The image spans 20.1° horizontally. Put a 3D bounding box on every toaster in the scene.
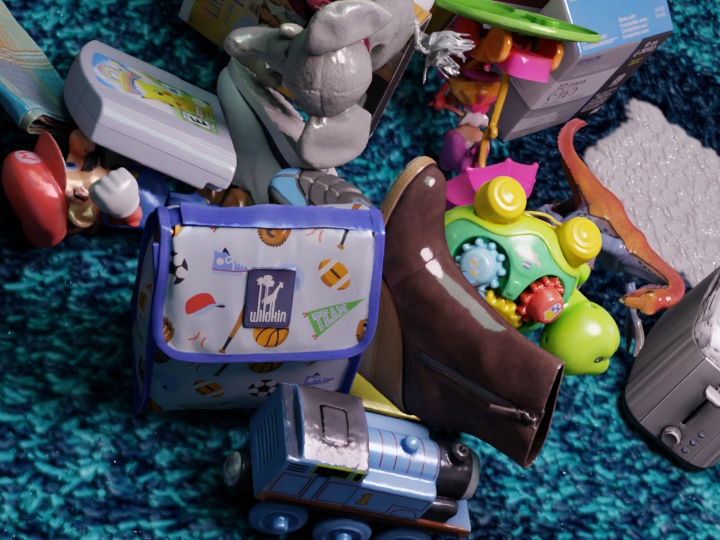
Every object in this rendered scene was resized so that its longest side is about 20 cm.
[{"bbox_3d":[0.322,0.070,1.788,0.113,0.129,0.200,40,44,-2],"label":"toaster"}]

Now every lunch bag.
[{"bbox_3d":[-0.079,0.021,1.478,0.168,0.201,0.125,1,57,-14],"label":"lunch bag"}]

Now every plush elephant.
[{"bbox_3d":[-0.031,-0.176,1.586,0.199,0.166,0.155,23,33,21],"label":"plush elephant"}]

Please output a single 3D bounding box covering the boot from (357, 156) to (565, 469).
[{"bbox_3d":[0.082,0.031,1.492,0.165,0.202,0.072,26,32,26],"label":"boot"}]

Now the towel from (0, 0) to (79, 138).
[{"bbox_3d":[-0.290,-0.183,1.601,0.200,0.022,0.147,50,12,10],"label":"towel"}]

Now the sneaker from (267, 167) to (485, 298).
[{"bbox_3d":[0.000,0.000,1.597,0.199,0.082,0.073,38,41,-8],"label":"sneaker"}]

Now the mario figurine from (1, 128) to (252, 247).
[{"bbox_3d":[-0.181,-0.072,1.571,0.199,0.123,0.107,7,65,-35],"label":"mario figurine"}]

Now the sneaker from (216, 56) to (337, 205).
[{"bbox_3d":[-0.089,-0.105,1.685,0.076,0.081,0.200,29,20,-33],"label":"sneaker"}]

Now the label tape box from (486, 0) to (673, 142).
[{"bbox_3d":[0.213,-0.212,1.884,0.143,0.200,0.066,-19,72,-42],"label":"label tape box"}]

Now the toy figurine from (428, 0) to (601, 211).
[{"bbox_3d":[0.104,-0.140,1.788,0.149,0.186,0.200,7,14,-29],"label":"toy figurine"}]

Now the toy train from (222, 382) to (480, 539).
[{"bbox_3d":[-0.001,0.153,1.517,0.198,0.114,0.087,14,50,-24],"label":"toy train"}]

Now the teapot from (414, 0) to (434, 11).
[{"bbox_3d":[-0.005,-0.279,1.798,0.145,0.197,0.201,27,55,-14],"label":"teapot"}]

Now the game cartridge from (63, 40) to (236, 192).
[{"bbox_3d":[-0.170,-0.127,1.611,0.132,0.041,0.200,20,16,-17],"label":"game cartridge"}]

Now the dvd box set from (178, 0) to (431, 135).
[{"bbox_3d":[-0.050,-0.215,1.710,0.199,0.147,0.029,37,44,7],"label":"dvd box set"}]

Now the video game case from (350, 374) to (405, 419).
[{"bbox_3d":[-0.016,0.030,1.668,0.200,0.023,0.182,44,45,3],"label":"video game case"}]

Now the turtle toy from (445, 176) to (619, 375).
[{"bbox_3d":[0.131,0.014,1.680,0.199,0.146,0.102,27,62,-16],"label":"turtle toy"}]

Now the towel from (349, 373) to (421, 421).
[{"bbox_3d":[0.018,0.077,1.625,0.198,0.018,0.087,12,50,-25],"label":"towel"}]

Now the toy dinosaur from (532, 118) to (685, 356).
[{"bbox_3d":[0.212,-0.028,1.768,0.104,0.181,0.202,3,96,-43],"label":"toy dinosaur"}]

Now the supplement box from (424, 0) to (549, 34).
[{"bbox_3d":[0.159,-0.315,1.930,0.198,0.197,0.134,4,55,-32],"label":"supplement box"}]
